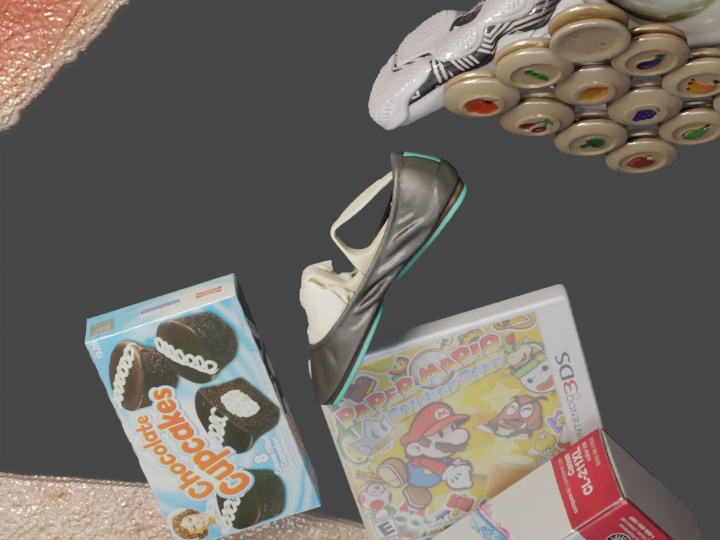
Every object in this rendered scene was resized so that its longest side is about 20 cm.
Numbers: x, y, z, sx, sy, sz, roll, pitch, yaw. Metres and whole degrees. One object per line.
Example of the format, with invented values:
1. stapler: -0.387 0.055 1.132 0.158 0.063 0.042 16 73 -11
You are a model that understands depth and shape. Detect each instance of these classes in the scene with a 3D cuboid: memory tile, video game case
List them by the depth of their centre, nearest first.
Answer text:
1. memory tile: 0.166 -0.112 1.258 0.200 0.017 0.153 15 151 -36
2. video game case: 0.081 0.116 1.483 0.199 0.023 0.182 -17 120 4

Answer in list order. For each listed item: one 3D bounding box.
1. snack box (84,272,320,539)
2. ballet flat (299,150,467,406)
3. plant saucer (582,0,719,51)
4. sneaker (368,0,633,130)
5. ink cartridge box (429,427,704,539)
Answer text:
1. snack box: -0.114 0.107 1.447 0.116 0.037 0.200 -18 120 4
2. ballet flat: 0.000 0.000 1.389 0.068 0.068 0.200 28 103 -10
3. plant saucer: 0.189 -0.237 1.246 0.200 0.050 0.201 1 89 -27
4. sneaker: 0.108 -0.136 1.311 0.200 0.075 0.115 -37 115 12
5. ink cartridge box: 0.151 0.234 1.505 0.200 0.083 0.146 -35 128 18
